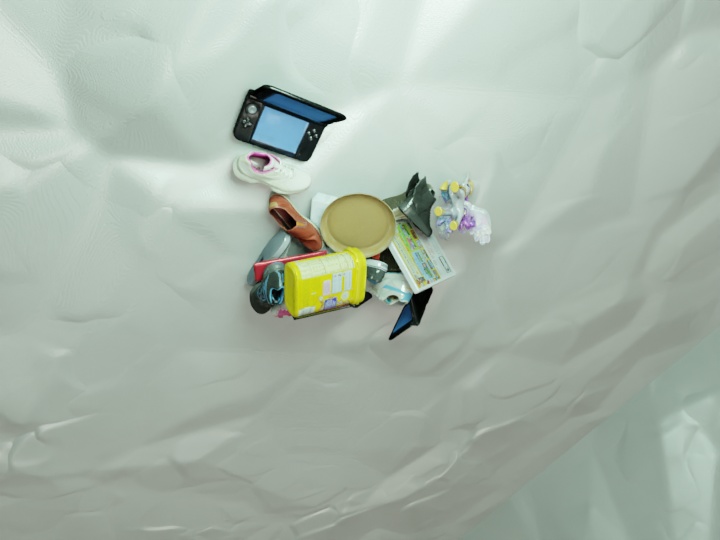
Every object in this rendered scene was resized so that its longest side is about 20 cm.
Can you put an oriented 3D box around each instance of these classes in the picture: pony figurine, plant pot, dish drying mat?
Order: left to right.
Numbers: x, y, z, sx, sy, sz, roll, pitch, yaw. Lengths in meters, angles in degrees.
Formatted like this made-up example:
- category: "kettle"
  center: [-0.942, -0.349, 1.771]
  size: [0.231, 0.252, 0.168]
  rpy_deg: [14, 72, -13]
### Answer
- category: "dish drying mat"
  center: [-0.188, -0.013, 1.468]
  size: [0.198, 0.018, 0.077]
  rpy_deg: [-10, 146, -15]
- category: "plant pot"
  center: [-0.006, -0.119, 1.415]
  size: [0.198, 0.028, 0.202]
  rpy_deg: [0, 129, 1]
- category: "pony figurine"
  center: [0.268, -0.164, 1.486]
  size: [0.200, 0.165, 0.195]
  rpy_deg: [-24, 117, -60]

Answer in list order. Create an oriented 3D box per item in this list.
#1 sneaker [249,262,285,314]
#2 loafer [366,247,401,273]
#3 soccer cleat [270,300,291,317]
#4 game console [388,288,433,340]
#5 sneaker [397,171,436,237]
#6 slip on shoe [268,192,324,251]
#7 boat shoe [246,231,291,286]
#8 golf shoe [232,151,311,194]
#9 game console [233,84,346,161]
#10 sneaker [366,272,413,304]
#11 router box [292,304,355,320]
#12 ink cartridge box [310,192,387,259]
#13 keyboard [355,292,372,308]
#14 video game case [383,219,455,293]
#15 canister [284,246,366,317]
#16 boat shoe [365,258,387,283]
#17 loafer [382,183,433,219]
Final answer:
- category: "sneaker"
  center: [-0.247, 0.067, 1.460]
  size: [0.072, 0.083, 0.201]
  rpy_deg: [0, 143, -28]
- category: "loafer"
  center: [0.088, -0.025, 1.591]
  size: [0.067, 0.077, 0.199]
  rpy_deg: [3, 169, -44]
- category: "soccer cleat"
  center: [-0.170, 0.062, 1.505]
  size: [0.198, 0.070, 0.087]
  rpy_deg: [-21, 119, 13]
- category: "game console"
  center: [0.145, 0.090, 1.682]
  size: [0.115, 0.200, 0.177]
  rpy_deg: [-4, 119, 23]
- category: "sneaker"
  center: [0.168, -0.170, 1.448]
  size: [0.104, 0.060, 0.200]
  rpy_deg: [-48, 140, 5]
- category: "slip on shoe"
  center: [-0.170, -0.116, 1.424]
  size: [0.074, 0.062, 0.200]
  rpy_deg: [-21, 126, 31]
- category: "boat shoe"
  center: [-0.229, -0.021, 1.504]
  size: [0.086, 0.075, 0.202]
  rpy_deg: [21, 122, -33]
- category: "golf shoe"
  center: [-0.202, -0.235, 1.309]
  size: [0.198, 0.076, 0.091]
  rpy_deg: [8, 167, -28]
- category: "game console"
  center: [-0.163, -0.324, 1.228]
  size: [0.198, 0.117, 0.177]
  rpy_deg: [14, 123, -29]
- category: "sneaker"
  center: [0.061, 0.052, 1.565]
  size: [0.198, 0.082, 0.076]
  rpy_deg: [0, 160, 40]
- category: "router box"
  center: [-0.129, 0.057, 1.585]
  size: [0.198, 0.063, 0.151]
  rpy_deg: [-13, 133, 10]
- category: "ink cartridge box"
  center: [-0.038, -0.107, 1.457]
  size: [0.198, 0.047, 0.161]
  rpy_deg: [17, 128, 9]
- category: "keyboard"
  center: [-0.035, 0.053, 1.666]
  size: [0.104, 0.040, 0.200]
  rpy_deg: [-39, 132, 15]
- category: "video game case"
  center: [0.160, -0.049, 1.509]
  size: [0.181, 0.201, 0.023]
  rpy_deg: [-19, 167, -44]
- category: "canister"
  center: [-0.091, 0.030, 1.398]
  size: [0.198, 0.086, 0.150]
  rpy_deg: [-12, 121, -30]
- category: "boat shoe"
  center: [0.000, 0.000, 1.535]
  size: [0.068, 0.199, 0.057]
  rpy_deg: [23, 79, -33]
- category: "loafer"
  center: [0.115, -0.170, 1.506]
  size: [0.198, 0.076, 0.069]
  rpy_deg: [-24, 128, -1]
